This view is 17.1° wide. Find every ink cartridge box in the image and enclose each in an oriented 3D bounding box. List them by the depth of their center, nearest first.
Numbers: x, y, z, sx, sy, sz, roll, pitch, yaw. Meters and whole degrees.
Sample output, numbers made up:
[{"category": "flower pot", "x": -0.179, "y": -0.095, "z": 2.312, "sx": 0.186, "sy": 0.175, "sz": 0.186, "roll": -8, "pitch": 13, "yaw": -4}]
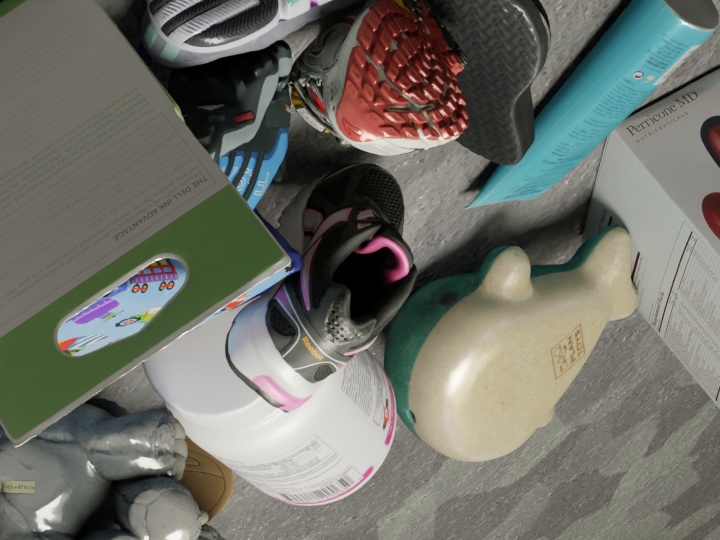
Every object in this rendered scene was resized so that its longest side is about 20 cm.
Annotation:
[{"category": "ink cartridge box", "x": -0.136, "y": -0.026, "z": 1.062, "sx": 0.145, "sy": 0.200, "sz": 0.048, "roll": -34, "pitch": 153, "yaw": -8}]

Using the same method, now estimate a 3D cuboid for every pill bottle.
[{"category": "pill bottle", "x": -0.055, "y": 0.067, "z": 1.451, "sx": 0.113, "sy": 0.114, "sz": 0.200, "roll": -38, "pitch": 156, "yaw": 1}]

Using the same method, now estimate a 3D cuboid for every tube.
[{"category": "tube", "x": 0.146, "y": -0.104, "z": 1.511, "sx": 0.077, "sy": 0.051, "sz": 0.200, "roll": -4, "pitch": 145, "yaw": -45}]

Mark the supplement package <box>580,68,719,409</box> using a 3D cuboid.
[{"category": "supplement package", "x": 0.293, "y": -0.029, "z": 1.652, "sx": 0.191, "sy": 0.200, "sz": 0.147, "roll": -29, "pitch": 155, "yaw": -20}]

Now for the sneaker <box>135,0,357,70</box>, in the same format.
[{"category": "sneaker", "x": -0.025, "y": -0.155, "z": 1.176, "sx": 0.199, "sy": 0.075, "sz": 0.088, "roll": -23, "pitch": 176, "yaw": -23}]

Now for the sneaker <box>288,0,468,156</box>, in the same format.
[{"category": "sneaker", "x": 0.005, "y": -0.090, "z": 1.220, "sx": 0.082, "sy": 0.078, "sz": 0.200, "roll": -35, "pitch": -172, "yaw": 13}]

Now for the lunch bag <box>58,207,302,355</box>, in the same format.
[{"category": "lunch bag", "x": -0.157, "y": 0.022, "z": 1.279, "sx": 0.200, "sy": 0.094, "sz": 0.150, "roll": -41, "pitch": 160, "yaw": 31}]

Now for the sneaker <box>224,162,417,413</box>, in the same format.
[{"category": "sneaker", "x": 0.000, "y": 0.000, "z": 1.337, "sx": 0.086, "sy": 0.080, "sz": 0.200, "roll": -32, "pitch": -157, "yaw": 31}]

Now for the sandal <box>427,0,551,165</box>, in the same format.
[{"category": "sandal", "x": 0.075, "y": -0.125, "z": 1.359, "sx": 0.048, "sy": 0.075, "sz": 0.201, "roll": -57, "pitch": 169, "yaw": -17}]

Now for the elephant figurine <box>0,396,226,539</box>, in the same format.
[{"category": "elephant figurine", "x": -0.155, "y": 0.142, "z": 1.411, "sx": 0.141, "sy": 0.156, "sz": 0.200, "roll": -20, "pitch": 176, "yaw": -2}]

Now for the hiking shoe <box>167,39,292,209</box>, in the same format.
[{"category": "hiking shoe", "x": -0.085, "y": -0.039, "z": 1.165, "sx": 0.200, "sy": 0.074, "sz": 0.087, "roll": -45, "pitch": 136, "yaw": -45}]

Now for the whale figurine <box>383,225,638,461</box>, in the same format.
[{"category": "whale figurine", "x": 0.100, "y": 0.038, "z": 1.634, "sx": 0.200, "sy": 0.104, "sz": 0.160, "roll": -36, "pitch": 135, "yaw": -22}]

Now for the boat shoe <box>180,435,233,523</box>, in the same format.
[{"category": "boat shoe", "x": -0.177, "y": 0.159, "z": 1.509, "sx": 0.199, "sy": 0.072, "sz": 0.065, "roll": -25, "pitch": -177, "yaw": -16}]
